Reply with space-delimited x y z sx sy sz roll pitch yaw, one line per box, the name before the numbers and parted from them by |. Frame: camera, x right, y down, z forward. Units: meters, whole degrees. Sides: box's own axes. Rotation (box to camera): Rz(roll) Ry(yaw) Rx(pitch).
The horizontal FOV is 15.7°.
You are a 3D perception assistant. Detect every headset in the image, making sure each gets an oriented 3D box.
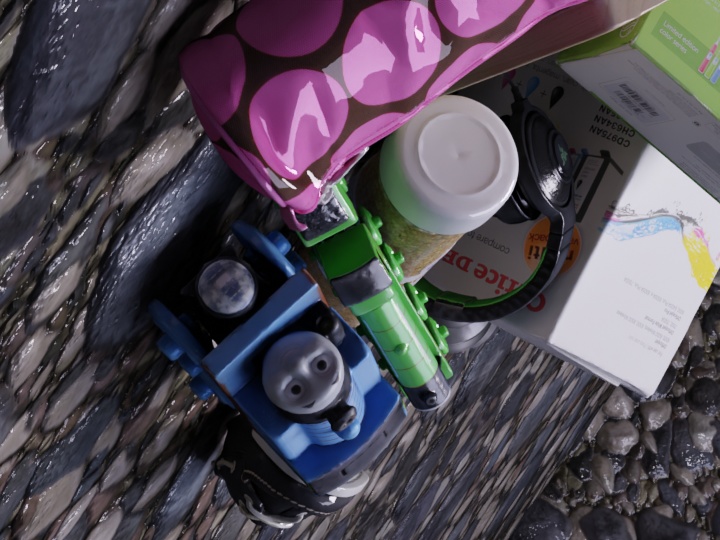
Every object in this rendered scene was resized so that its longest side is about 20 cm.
headset | 0.071 -0.072 1.511 0.094 0.123 0.201 -35 135 -64

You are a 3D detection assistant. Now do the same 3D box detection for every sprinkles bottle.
sprinkles bottle | 0.020 -0.029 1.402 0.068 0.068 0.200 -52 -177 -25

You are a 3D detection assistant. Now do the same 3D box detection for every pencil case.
pencil case | 0.020 -0.109 1.127 0.200 0.094 0.091 -36 -174 -1

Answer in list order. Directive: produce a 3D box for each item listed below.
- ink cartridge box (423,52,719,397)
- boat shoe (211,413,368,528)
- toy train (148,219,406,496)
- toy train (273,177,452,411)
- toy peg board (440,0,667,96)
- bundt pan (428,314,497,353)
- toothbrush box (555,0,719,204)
ink cartridge box | 0.138 -0.050 1.606 0.145 0.147 0.200 26 90 -53
boat shoe | -0.048 0.119 1.512 0.060 0.074 0.200 -62 -164 2
toy train | -0.038 0.047 1.336 0.087 0.114 0.200 -44 167 -6
toy train | 0.000 0.000 1.323 0.042 0.056 0.200 -28 130 5
toy peg board | 0.100 -0.170 1.309 0.199 0.098 0.200 -30 -173 -39
bundt pan | 0.088 -0.027 1.784 0.202 0.076 0.202 -54 167 -18
toothbrush box | 0.227 -0.157 1.479 0.200 0.146 0.086 -59 -159 -17
